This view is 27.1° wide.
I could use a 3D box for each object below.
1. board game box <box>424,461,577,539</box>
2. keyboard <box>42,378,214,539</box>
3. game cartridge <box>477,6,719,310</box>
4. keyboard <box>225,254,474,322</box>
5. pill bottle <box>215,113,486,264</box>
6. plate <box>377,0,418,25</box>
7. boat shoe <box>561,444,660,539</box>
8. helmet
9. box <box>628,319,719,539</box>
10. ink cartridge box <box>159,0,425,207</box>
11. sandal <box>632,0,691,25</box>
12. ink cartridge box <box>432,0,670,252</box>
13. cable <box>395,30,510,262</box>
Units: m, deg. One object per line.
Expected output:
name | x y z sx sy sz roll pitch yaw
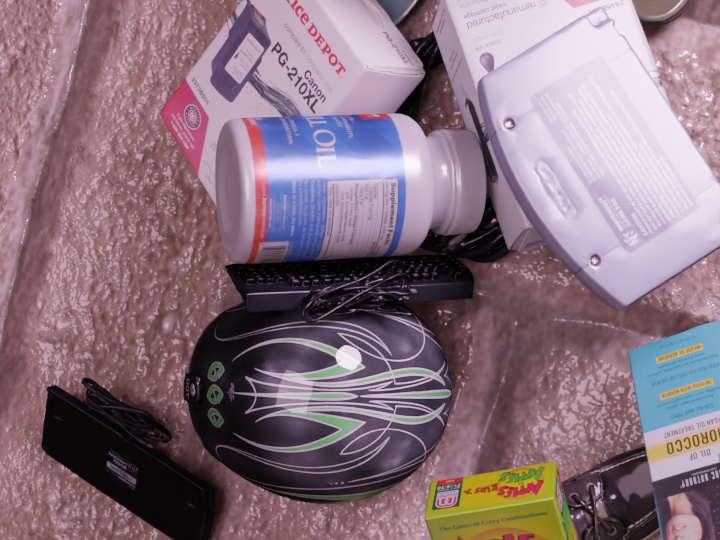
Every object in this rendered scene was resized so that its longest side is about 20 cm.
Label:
board game box | 0.126 0.250 1.161 0.100 0.048 0.202 -11 116 16
keyboard | -0.206 0.167 1.373 0.199 0.040 0.105 29 124 21
game cartridge | 0.177 -0.079 1.106 0.132 0.040 0.201 -30 83 -11
keyboard | 0.000 0.000 1.176 0.104 0.197 0.040 -130 40 -57
pill bottle | -0.008 -0.066 1.166 0.197 0.112 0.114 -4 86 -17
plate | -0.017 -0.292 1.314 0.198 0.026 0.203 -1 87 23
boat shoe | 0.177 0.203 1.190 0.199 0.065 0.074 -36 74 17
helmet | -0.026 0.099 1.225 0.189 0.199 0.203 0 88 40
box | 0.258 0.142 1.116 0.081 0.049 0.202 -20 50 21
ink cartridge box | -0.061 -0.149 1.264 0.200 0.084 0.145 -48 63 29
sandal | 0.238 -0.297 1.186 0.079 0.057 0.204 11 92 23
ink cartridge box | 0.157 -0.135 1.175 0.143 0.084 0.202 -18 81 -6
cable | 0.090 -0.112 1.248 0.161 0.051 0.203 11 92 23
